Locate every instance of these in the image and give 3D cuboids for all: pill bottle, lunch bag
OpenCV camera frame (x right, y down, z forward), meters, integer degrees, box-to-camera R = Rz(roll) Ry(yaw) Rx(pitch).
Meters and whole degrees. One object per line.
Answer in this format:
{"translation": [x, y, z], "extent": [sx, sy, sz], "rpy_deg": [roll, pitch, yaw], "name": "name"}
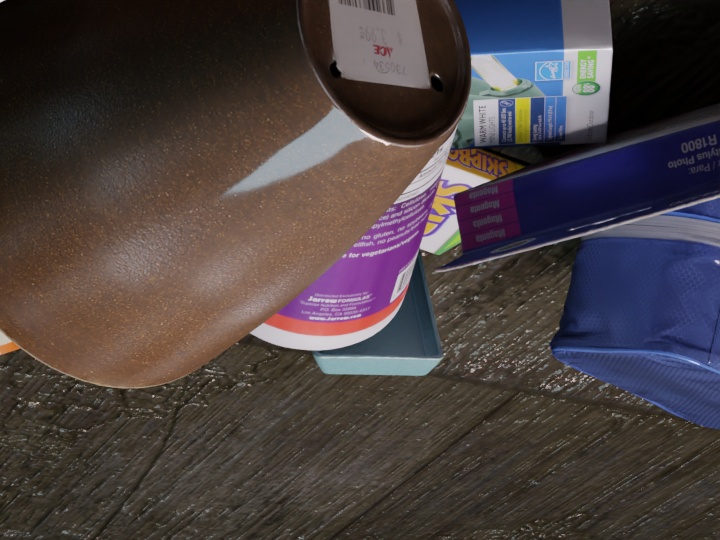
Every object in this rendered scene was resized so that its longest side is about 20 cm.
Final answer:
{"translation": [-0.014, -0.062, 1.196], "extent": [0.112, 0.113, 0.200], "rpy_deg": [4, 134, -12], "name": "pill bottle"}
{"translation": [0.230, 0.019, 1.489], "extent": [0.200, 0.133, 0.136], "rpy_deg": [25, 165, -40], "name": "lunch bag"}

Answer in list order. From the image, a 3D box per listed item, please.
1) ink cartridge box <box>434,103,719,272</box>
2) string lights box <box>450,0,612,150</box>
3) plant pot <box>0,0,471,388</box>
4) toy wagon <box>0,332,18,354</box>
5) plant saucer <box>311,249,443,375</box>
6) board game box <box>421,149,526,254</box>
{"translation": [0.158, -0.057, 1.329], "extent": [0.196, 0.043, 0.200], "rpy_deg": [-15, -177, 26], "name": "ink cartridge box"}
{"translation": [0.034, -0.113, 1.296], "extent": [0.199, 0.059, 0.103], "rpy_deg": [-3, 153, 3], "name": "string lights box"}
{"translation": [-0.054, -0.066, 1.003], "extent": [0.187, 0.187, 0.200], "rpy_deg": [19, 151, -36], "name": "plant pot"}
{"translation": [-0.230, 0.024, 1.484], "extent": [0.200, 0.040, 0.155], "rpy_deg": [-8, -168, 13], "name": "toy wagon"}
{"translation": [0.000, 0.000, 1.334], "extent": [0.070, 0.200, 0.019], "rpy_deg": [1, 122, -7], "name": "plant saucer"}
{"translation": [0.014, -0.058, 1.448], "extent": [0.200, 0.030, 0.095], "rpy_deg": [16, 149, -35], "name": "board game box"}
